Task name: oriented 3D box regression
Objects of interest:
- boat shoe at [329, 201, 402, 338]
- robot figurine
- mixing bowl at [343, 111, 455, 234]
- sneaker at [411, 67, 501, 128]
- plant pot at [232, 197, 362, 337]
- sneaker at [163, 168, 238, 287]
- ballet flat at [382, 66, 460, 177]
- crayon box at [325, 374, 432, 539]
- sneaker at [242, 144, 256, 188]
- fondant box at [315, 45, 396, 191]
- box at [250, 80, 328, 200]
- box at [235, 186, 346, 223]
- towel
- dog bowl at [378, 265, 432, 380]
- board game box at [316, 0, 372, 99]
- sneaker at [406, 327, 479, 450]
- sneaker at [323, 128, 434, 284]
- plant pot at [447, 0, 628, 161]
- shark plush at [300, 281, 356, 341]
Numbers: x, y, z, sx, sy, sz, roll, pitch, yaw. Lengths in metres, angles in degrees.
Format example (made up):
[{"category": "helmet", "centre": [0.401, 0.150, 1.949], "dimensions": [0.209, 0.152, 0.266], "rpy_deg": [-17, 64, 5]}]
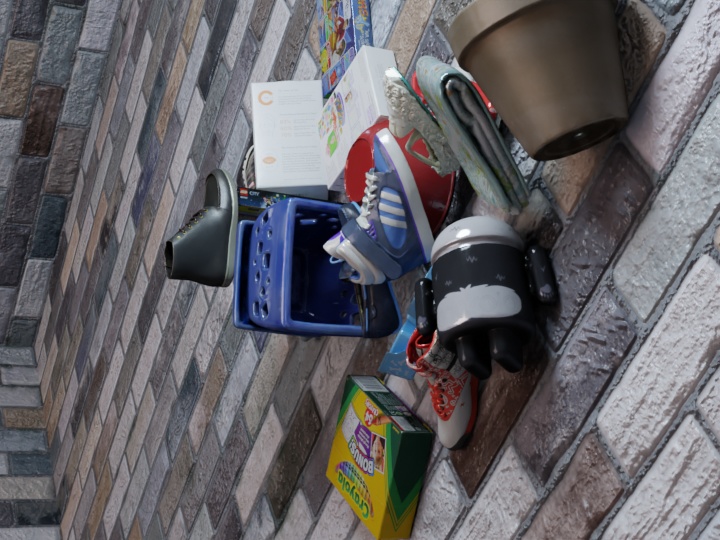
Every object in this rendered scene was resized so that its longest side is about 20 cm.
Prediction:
[{"category": "boat shoe", "centre": [0.000, 0.000, 1.718], "dimensions": [0.084, 0.068, 0.201], "rpy_deg": [103, 148, -76]}, {"category": "robot figurine", "centre": [0.153, 0.031, 1.493], "dimensions": [0.125, 0.150, 0.201], "rpy_deg": [117, 151, -60]}, {"category": "mixing bowl", "centre": [0.044, -0.143, 1.766], "dimensions": [0.200, 0.108, 0.201], "rpy_deg": [-21, 66, 61]}, {"category": "sneaker", "centre": [0.128, -0.230, 1.636], "dimensions": [0.200, 0.085, 0.077], "rpy_deg": [42, 123, 58]}, {"category": "plant pot", "centre": [-0.087, 0.007, 1.865], "dimensions": [0.180, 0.200, 0.201], "rpy_deg": [-11, 75, 50]}, {"category": "sneaker", "centre": [-0.255, -0.076, 1.906], "dimensions": [0.075, 0.106, 0.201], "rpy_deg": [-37, 51, 56]}, {"category": "ballet flat", "centre": [0.079, -0.189, 1.607], "dimensions": [0.072, 0.200, 0.072], "rpy_deg": [-22, 47, 27]}, {"category": "crayon box", "centre": [0.024, 0.275, 1.786], "dimensions": [0.200, 0.058, 0.173], "rpy_deg": [39, 121, 59]}, {"category": "sneaker", "centre": [-0.176, -0.140, 2.254], "dimensions": [0.087, 0.074, 0.201], "rpy_deg": [-161, 73, -63]}, {"category": "fondant box", "centre": [0.000, -0.241, 1.930], "dimensions": [0.200, 0.058, 0.145], "rpy_deg": [-50, 43, 48]}, {"category": "box", "centre": [-0.123, -0.216, 2.069], "dimensions": [0.098, 0.124, 0.201], "rpy_deg": [99, 167, -70]}, {"category": "box", "centre": [-0.138, -0.078, 2.018], "dimensions": [0.137, 0.199, 0.038], "rpy_deg": [-47, 43, 51]}, {"category": "towel", "centre": [0.135, -0.171, 1.504], "dimensions": [0.200, 0.048, 0.171], "rpy_deg": [60, 178, -18]}, {"category": "dog bowl", "centre": [0.087, 0.069, 1.655], "dimensions": [0.200, 0.049, 0.112], "rpy_deg": [-66, -7, 34]}, {"category": "board game box", "centre": [-0.028, -0.409, 2.038], "dimensions": [0.135, 0.034, 0.201], "rpy_deg": [-33, 58, 59]}, {"category": "sneaker", "centre": [0.104, 0.143, 1.591], "dimensions": [0.067, 0.108, 0.202], "rpy_deg": [45, 125, 57]}, {"category": "sneaker", "centre": [0.010, -0.077, 1.638], "dimensions": [0.081, 0.146, 0.201], "rpy_deg": [-111, 1, -75]}, {"category": "plant pot", "centre": [0.220, -0.227, 1.364], "dimensions": [0.200, 0.199, 0.174], "rpy_deg": [-38, 68, 56]}, {"category": "shark plush", "centre": [-0.049, 0.060, 2.010], "dimensions": [0.200, 0.091, 0.084], "rpy_deg": [-21, 86, 39]}]
